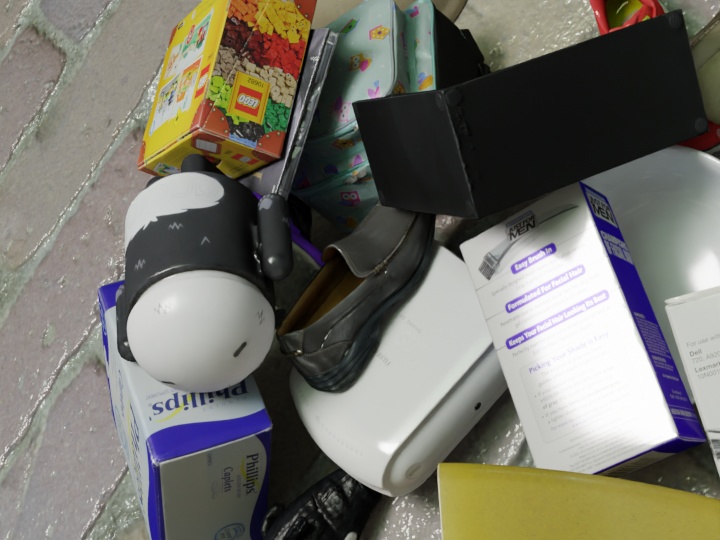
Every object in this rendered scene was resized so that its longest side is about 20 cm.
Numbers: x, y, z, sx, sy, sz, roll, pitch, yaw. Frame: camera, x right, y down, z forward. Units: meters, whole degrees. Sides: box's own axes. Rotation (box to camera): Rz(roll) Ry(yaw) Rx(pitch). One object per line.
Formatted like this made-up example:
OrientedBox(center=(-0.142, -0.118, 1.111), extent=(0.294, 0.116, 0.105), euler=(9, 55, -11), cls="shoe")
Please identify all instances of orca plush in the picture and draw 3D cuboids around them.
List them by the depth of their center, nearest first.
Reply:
OrientedBox(center=(-0.030, 0.222, 0.940), extent=(0.199, 0.071, 0.106), euler=(-33, 69, 4), cls="orca plush")

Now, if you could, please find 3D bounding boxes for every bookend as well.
OrientedBox(center=(0.123, -0.119, 0.865), extent=(0.198, 0.093, 0.198), euler=(-20, 12, -15), cls="bookend")

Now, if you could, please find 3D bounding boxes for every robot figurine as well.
OrientedBox(center=(-0.132, 0.003, 0.922), extent=(0.151, 0.123, 0.202), euler=(115, 154, -46), cls="robot figurine")

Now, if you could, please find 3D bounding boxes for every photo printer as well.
OrientedBox(center=(0.038, 0.080, 0.951), extent=(0.200, 0.069, 0.166), euler=(-47, 45, -3), cls="photo printer")

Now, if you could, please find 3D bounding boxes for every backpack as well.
OrientedBox(center=(0.008, -0.141, 1.043), extent=(0.199, 0.152, 0.178), euler=(-34, 44, 36), cls="backpack")

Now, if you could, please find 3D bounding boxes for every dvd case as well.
OrientedBox(center=(-0.081, -0.146, 1.021), extent=(0.200, 0.016, 0.151), euler=(27, 100, 67), cls="dvd case")

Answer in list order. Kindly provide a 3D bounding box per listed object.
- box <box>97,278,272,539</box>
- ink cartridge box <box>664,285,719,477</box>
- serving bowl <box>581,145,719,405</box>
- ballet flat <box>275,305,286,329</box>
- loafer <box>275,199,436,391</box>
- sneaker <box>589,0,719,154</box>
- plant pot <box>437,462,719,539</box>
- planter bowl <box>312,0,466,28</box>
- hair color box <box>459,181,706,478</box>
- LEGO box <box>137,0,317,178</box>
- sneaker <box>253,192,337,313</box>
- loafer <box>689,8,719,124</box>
OrientedBox(center=(-0.160, 0.133, 1.009), extent=(0.104, 0.185, 0.201), euler=(-14, 49, -19), cls="box")
OrientedBox(center=(0.268, 0.102, 0.693), extent=(0.083, 0.146, 0.203), euler=(-19, 82, 24), cls="ink cartridge box")
OrientedBox(center=(0.227, 0.010, 0.855), extent=(0.198, 0.065, 0.203), euler=(-8, 76, 34), cls="serving bowl")
OrientedBox(center=(-0.095, -0.021, 1.122), extent=(0.067, 0.063, 0.201), euler=(-40, 51, 16), cls="ballet flat")
OrientedBox(center=(0.000, 0.000, 0.936), extent=(0.072, 0.072, 0.202), euler=(8, 62, 43), cls="loafer")
OrientedBox(center=(0.239, -0.173, 0.929), extent=(0.077, 0.085, 0.201), euler=(-37, 52, 18), cls="sneaker")
OrientedBox(center=(0.155, 0.234, 0.726), extent=(0.174, 0.200, 0.203), euler=(-8, 68, 9), cls="plant pot")
OrientedBox(center=(0.001, -0.325, 1.146), extent=(0.198, 0.134, 0.203), euler=(-17, 59, 30), cls="planter bowl")
OrientedBox(center=(0.158, 0.050, 0.817), extent=(0.109, 0.064, 0.202), euler=(-29, 66, 28), cls="hair color box")
OrientedBox(center=(-0.126, -0.166, 1.015), extent=(0.199, 0.076, 0.151), euler=(-10, 66, 64), cls="LEGO box")
OrientedBox(center=(-0.072, -0.033, 1.042), extent=(0.199, 0.099, 0.070), euler=(32, 131, 33), cls="sneaker")
OrientedBox(center=(0.311, -0.183, 0.874), extent=(0.199, 0.069, 0.076), euler=(-39, 6, -16), cls="loafer")
